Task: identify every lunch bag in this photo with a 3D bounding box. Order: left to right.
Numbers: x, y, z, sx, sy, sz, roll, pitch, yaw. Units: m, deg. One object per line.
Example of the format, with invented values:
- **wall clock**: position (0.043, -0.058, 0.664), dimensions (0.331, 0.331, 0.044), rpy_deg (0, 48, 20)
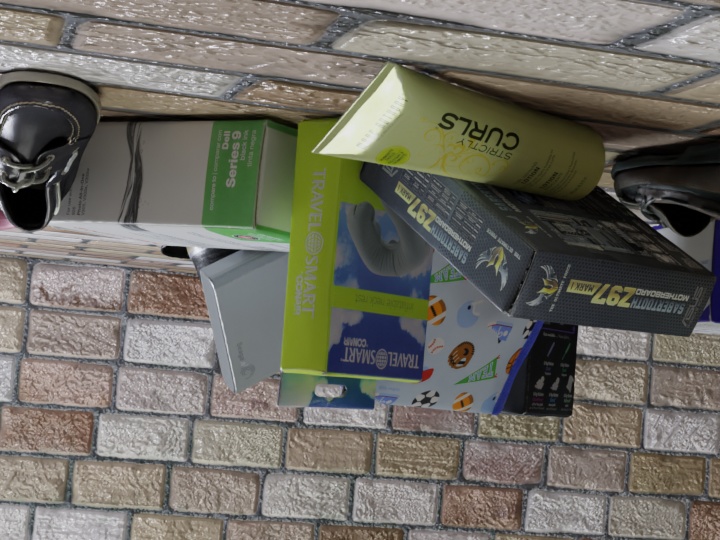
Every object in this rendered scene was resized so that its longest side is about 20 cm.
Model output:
- **lunch bag**: position (0.068, 0.004, 1.263), dimensions (0.170, 0.200, 0.124), rpy_deg (7, -153, -40)

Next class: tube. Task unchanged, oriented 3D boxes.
- **tube**: position (0.066, -0.079, 0.930), dimensions (0.200, 0.058, 0.052), rpy_deg (10, -176, -42)

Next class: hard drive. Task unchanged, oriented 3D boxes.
- **hard drive**: position (-0.034, 0.010, 1.298), dimensions (0.200, 0.132, 0.026), rpy_deg (-27, -135, -21)

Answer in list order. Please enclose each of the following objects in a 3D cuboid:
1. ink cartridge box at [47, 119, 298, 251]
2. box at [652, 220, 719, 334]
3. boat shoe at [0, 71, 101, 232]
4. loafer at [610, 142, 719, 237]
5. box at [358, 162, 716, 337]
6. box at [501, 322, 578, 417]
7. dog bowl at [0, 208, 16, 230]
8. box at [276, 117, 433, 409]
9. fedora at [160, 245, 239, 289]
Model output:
- **ink cartridge box**: position (-0.119, -0.063, 1.176), dimensions (0.200, 0.084, 0.146), rpy_deg (3, 176, 30)
- **box**: position (0.393, 0.011, 1.486), dimensions (0.200, 0.105, 0.184), rpy_deg (5, 175, -12)
- **boat shoe**: position (-0.220, -0.079, 1.060), dimensions (0.073, 0.063, 0.200), rpy_deg (7, 163, -12)
- **loafer**: position (0.229, -0.050, 1.079), dimensions (0.072, 0.063, 0.200), rpy_deg (5, 176, -15)
- **box**: position (0.112, -0.030, 1.013), dimensions (0.158, 0.051, 0.200), rpy_deg (8, -157, -35)
- **box**: position (0.131, 0.033, 1.438), dimensions (0.122, 0.200, 0.106), rpy_deg (3, 176, 32)
- **dog bowl**: position (-0.334, -0.065, 1.209), dimensions (0.200, 0.074, 0.200), rpy_deg (-7, 179, 0)
- **box**: position (0.000, 0.000, 1.096), dimensions (0.048, 0.200, 0.122), rpy_deg (2, 176, 37)
- **fedora**: position (-0.075, 0.002, 1.365), dimensions (0.200, 0.092, 0.201), rpy_deg (-10, 170, -2)
